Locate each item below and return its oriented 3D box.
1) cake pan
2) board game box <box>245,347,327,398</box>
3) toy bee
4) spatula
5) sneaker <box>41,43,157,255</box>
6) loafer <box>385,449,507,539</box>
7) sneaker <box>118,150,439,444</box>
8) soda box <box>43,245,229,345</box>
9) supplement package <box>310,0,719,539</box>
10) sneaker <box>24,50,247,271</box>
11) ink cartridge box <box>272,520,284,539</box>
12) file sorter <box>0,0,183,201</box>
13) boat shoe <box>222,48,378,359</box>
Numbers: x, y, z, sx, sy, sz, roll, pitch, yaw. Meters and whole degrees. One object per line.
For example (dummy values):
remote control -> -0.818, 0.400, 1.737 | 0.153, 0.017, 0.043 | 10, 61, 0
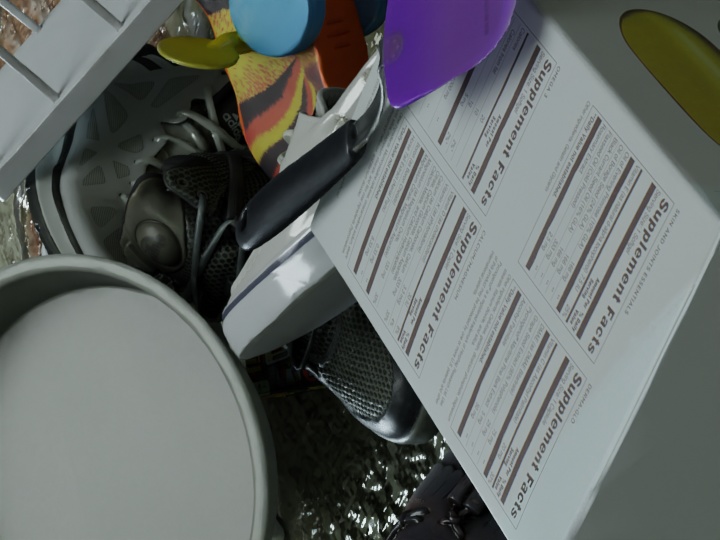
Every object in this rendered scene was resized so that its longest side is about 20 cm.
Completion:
cake pan -> -0.119, 0.092, 1.096 | 0.200, 0.037, 0.201 | 1, 92, 28
board game box -> 0.000, 0.000, 1.165 | 0.200, 0.023, 0.105 | -16, 73, 58
toy bee -> -0.040, -0.128, 1.118 | 0.109, 0.131, 0.200 | -2, 81, 40
spatula -> 0.000, -0.055, 0.871 | 0.200, 0.021, 0.057 | 133, 144, -52
sneaker -> -0.142, -0.034, 1.371 | 0.087, 0.075, 0.200 | -136, 57, -68
loafer -> 0.031, 0.138, 1.004 | 0.072, 0.063, 0.200 | 25, 86, 39
sneaker -> -0.040, 0.011, 1.101 | 0.199, 0.114, 0.076 | 54, 135, 43
soda box -> -0.104, 0.037, 1.242 | 0.064, 0.068, 0.200 | -30, 40, 4
supplement package -> 0.106, -0.012, 0.861 | 0.200, 0.152, 0.151 | 57, 135, 44
sneaker -> -0.097, -0.054, 1.215 | 0.115, 0.076, 0.201 | -27, 36, 10
ink cartridge box -> -0.154, 0.127, 1.240 | 0.117, 0.200, 0.068 | 51, 130, 48
file sorter -> -0.159, -0.164, 1.209 | 0.200, 0.124, 0.139 | -48, 21, 8
boat shoe -> 0.001, -0.044, 0.995 | 0.066, 0.072, 0.200 | 53, 127, 16
